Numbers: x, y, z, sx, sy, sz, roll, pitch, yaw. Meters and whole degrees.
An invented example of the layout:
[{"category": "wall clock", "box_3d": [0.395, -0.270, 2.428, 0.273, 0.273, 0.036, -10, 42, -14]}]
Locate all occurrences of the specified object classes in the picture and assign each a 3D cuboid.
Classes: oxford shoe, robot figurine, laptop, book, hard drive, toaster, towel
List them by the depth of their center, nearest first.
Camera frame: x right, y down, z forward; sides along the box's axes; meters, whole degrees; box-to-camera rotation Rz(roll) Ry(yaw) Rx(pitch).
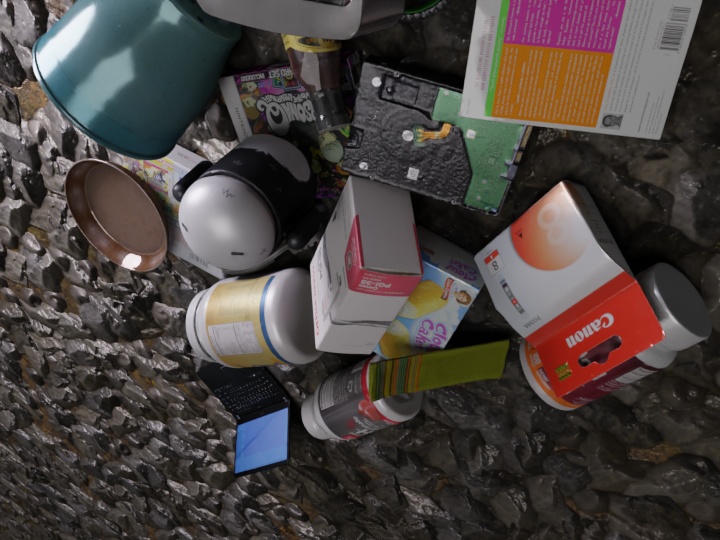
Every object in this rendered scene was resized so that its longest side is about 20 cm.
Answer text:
[{"category": "toaster", "box_3d": [-0.051, -0.307, 0.581, 0.181, 0.119, 0.200, 18, 124, 18]}, {"category": "book", "box_3d": [0.207, -0.208, 0.627, 0.200, 0.048, 0.134, 10, 120, 8]}, {"category": "hard drive", "box_3d": [0.087, -0.154, 0.743, 0.200, 0.038, 0.140, 17, 126, 6]}, {"category": "robot figurine", "box_3d": [-0.130, -0.085, 0.779, 0.150, 0.200, 0.125, -12, 119, 34]}, {"category": "towel", "box_3d": [0.109, 0.141, 0.902, 0.200, 0.018, 0.086, -9, 139, -7]}, {"category": "oxford shoe", "box_3d": [-0.138, -0.054, 0.947, 0.200, 0.073, 0.084, -25, 107, 26]}, {"category": "laptop", "box_3d": [-0.226, 0.271, 1.207, 0.177, 0.103, 0.200, -27, 107, 39]}]

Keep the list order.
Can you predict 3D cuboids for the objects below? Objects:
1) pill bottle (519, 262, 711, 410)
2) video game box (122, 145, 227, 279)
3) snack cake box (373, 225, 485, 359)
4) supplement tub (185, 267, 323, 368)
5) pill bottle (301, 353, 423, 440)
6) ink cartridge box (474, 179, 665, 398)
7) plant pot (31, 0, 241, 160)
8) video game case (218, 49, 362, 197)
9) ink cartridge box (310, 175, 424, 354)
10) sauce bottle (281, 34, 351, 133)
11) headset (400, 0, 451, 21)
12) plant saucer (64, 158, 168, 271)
[{"category": "pill bottle", "box_3d": [0.300, 0.081, 0.769, 0.114, 0.114, 0.200, 42, 132, -5]}, {"category": "video game box", "box_3d": [-0.279, -0.103, 1.001, 0.200, 0.047, 0.182, 27, 135, 9]}, {"category": "snack cake box", "box_3d": [0.086, 0.049, 0.896, 0.115, 0.067, 0.200, 29, 132, 8]}, {"category": "supplement tub", "box_3d": [-0.158, 0.077, 0.999, 0.200, 0.145, 0.145, -9, 118, 34]}, {"category": "pill bottle", "box_3d": [-0.005, 0.209, 1.034, 0.200, 0.111, 0.111, -31, 105, 40]}, {"category": "ink cartridge box", "box_3d": [0.226, 0.025, 0.735, 0.050, 0.200, 0.162, 6, 145, -34]}, {"category": "plant pot", "box_3d": [-0.253, -0.271, 0.779, 0.188, 0.200, 0.200, -36, 102, 25]}, {"category": "video game case", "box_3d": [-0.072, -0.181, 0.836, 0.200, 0.036, 0.182, 2, 125, 28]}, {"category": "ink cartridge box", "box_3d": [0.000, 0.000, 0.828, 0.083, 0.147, 0.200, 6, 144, -18]}, {"category": "sauce bottle", "box_3d": [-0.053, -0.257, 0.717, 0.066, 0.066, 0.200, -11, 101, 34]}, {"category": "headset", "box_3d": [0.017, -0.345, 0.660, 0.200, 0.094, 0.124, 24, 129, -9]}, {"category": "plant saucer", "box_3d": [-0.378, -0.090, 1.016, 0.200, 0.034, 0.201, 16, 129, 21]}]
